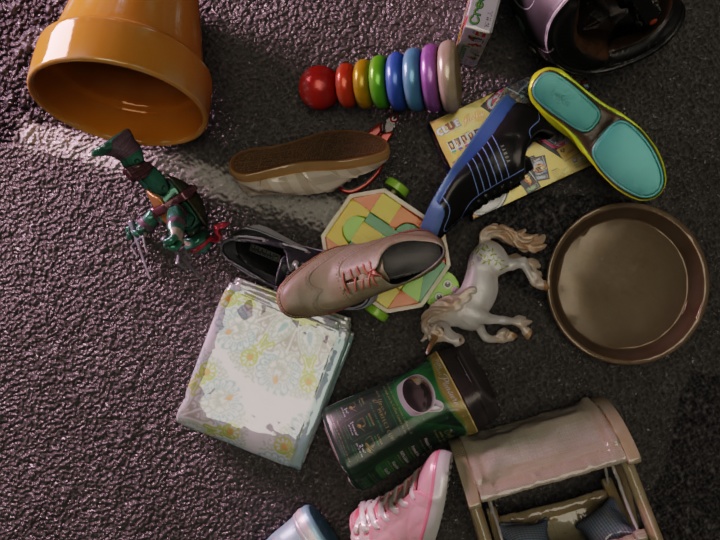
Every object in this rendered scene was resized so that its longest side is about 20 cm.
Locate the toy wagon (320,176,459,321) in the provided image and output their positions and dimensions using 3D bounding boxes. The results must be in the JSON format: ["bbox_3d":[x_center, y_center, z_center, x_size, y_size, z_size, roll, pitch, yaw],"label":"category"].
[{"bbox_3d":[0.051,-0.013,0.917,0.200,0.040,0.155,35,90,2],"label":"toy wagon"}]

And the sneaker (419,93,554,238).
[{"bbox_3d":[0.149,-0.109,0.867,0.078,0.070,0.200,34,90,7],"label":"sneaker"}]

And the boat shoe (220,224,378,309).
[{"bbox_3d":[-0.076,-0.001,0.880,0.199,0.068,0.072,24,112,17],"label":"boat shoe"}]

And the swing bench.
[{"bbox_3d":[0.227,0.272,0.862,0.198,0.130,0.201,-17,88,2],"label":"swing bench"}]

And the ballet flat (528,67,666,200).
[{"bbox_3d":[0.278,-0.164,0.865,0.200,0.067,0.067,44,106,2],"label":"ballet flat"}]

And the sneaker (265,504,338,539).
[{"bbox_3d":[-0.062,0.403,0.894,0.130,0.080,0.200,-32,79,-1],"label":"sneaker"}]

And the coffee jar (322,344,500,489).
[{"bbox_3d":[0.062,0.172,0.882,0.200,0.085,0.104,-27,53,1],"label":"coffee jar"}]

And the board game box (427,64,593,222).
[{"bbox_3d":[0.202,-0.164,0.919,0.199,0.035,0.136,-24,88,1],"label":"board game box"}]

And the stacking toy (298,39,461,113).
[{"bbox_3d":[0.021,-0.227,0.901,0.199,0.085,0.086,-3,89,14],"label":"stacking toy"}]

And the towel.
[{"bbox_3d":[-0.116,0.126,0.917,0.171,0.048,0.201,21,89,5],"label":"towel"}]

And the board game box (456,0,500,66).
[{"bbox_3d":[0.156,-0.361,0.879,0.034,0.126,0.201,15,89,1],"label":"board game box"}]

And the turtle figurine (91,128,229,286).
[{"bbox_3d":[-0.242,-0.073,0.891,0.101,0.150,0.200,-43,108,-31],"label":"turtle figurine"}]

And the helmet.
[{"bbox_3d":[0.269,-0.344,0.844,0.199,0.200,0.191,-6,57,1],"label":"helmet"}]

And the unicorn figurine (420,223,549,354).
[{"bbox_3d":[0.149,0.035,0.889,0.137,0.074,0.201,22,69,-13],"label":"unicorn figurine"}]

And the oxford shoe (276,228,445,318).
[{"bbox_3d":[0.000,0.000,0.813,0.199,0.075,0.071,-24,94,-4],"label":"oxford shoe"}]

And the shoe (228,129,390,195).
[{"bbox_3d":[-0.060,-0.129,0.912,0.199,0.053,0.070,-7,46,5],"label":"shoe"}]

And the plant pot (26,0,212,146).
[{"bbox_3d":[-0.268,-0.273,0.866,0.199,0.200,0.184,4,74,2],"label":"plant pot"}]

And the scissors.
[{"bbox_3d":[0.040,-0.179,0.936,0.200,0.014,0.073,-39,86,-1],"label":"scissors"}]

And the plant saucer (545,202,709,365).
[{"bbox_3d":[0.329,0.016,0.914,0.199,0.029,0.201,0,89,2],"label":"plant saucer"}]

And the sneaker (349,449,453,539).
[{"bbox_3d":[0.042,0.288,0.871,0.104,0.075,0.201,17,117,8],"label":"sneaker"}]
